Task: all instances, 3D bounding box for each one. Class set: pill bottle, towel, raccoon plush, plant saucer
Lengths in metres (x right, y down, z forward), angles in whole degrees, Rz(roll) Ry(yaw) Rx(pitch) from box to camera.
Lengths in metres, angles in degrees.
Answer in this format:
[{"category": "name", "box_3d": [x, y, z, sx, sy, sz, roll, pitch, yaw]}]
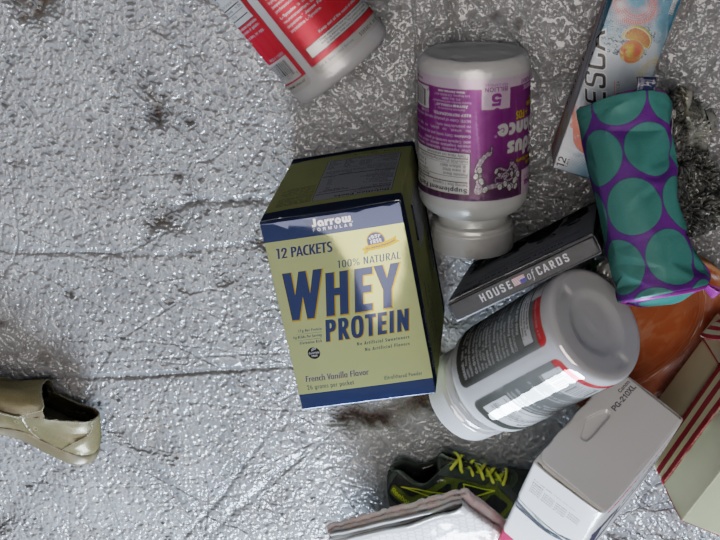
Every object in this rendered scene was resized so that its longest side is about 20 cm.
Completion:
[{"category": "pill bottle", "box_3d": [0.160, 0.087, 1.209, 0.114, 0.114, 0.200, 42, 139, -10]}, {"category": "towel", "box_3d": [0.090, 0.320, 1.404, 0.200, 0.032, 0.191, -22, 129, 32]}, {"category": "pill bottle", "box_3d": [0.112, -0.118, 1.244, 0.112, 0.112, 0.201, 0, 112, 6]}, {"category": "raccoon plush", "box_3d": [0.284, -0.089, 1.210, 0.097, 0.200, 0.134, -10, 113, 49]}, {"category": "pill bottle", "box_3d": [-0.077, -0.270, 1.207, 0.112, 0.112, 0.200, -36, 103, 17]}, {"category": "plant saucer", "box_3d": [0.291, 0.065, 1.295, 0.200, 0.032, 0.201, -14, 129, -18]}]

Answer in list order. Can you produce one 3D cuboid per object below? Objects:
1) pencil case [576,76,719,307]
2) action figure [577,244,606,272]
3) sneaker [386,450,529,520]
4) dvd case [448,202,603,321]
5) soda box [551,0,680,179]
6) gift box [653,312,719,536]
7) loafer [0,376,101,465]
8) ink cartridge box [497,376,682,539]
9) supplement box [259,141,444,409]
[{"category": "pencil case", "box_3d": [0.258, -0.067, 1.142, 0.092, 0.085, 0.201, -8, 80, -5]}, {"category": "action figure", "box_3d": [0.242, 0.064, 1.322, 0.118, 0.055, 0.200, -16, 126, -21]}, {"category": "sneaker", "box_3d": [0.121, 0.242, 1.402, 0.199, 0.075, 0.085, -11, 109, 10]}, {"category": "dvd case", "box_3d": [0.167, -0.012, 1.233, 0.150, 0.200, 0.025, -27, 95, 16]}, {"category": "soda box", "box_3d": [0.246, -0.189, 1.224, 0.063, 0.068, 0.200, 16, 113, 0]}, {"category": "gift box", "box_3d": [0.403, 0.161, 1.266, 0.200, 0.185, 0.187, 22, 114, -23]}, {"category": "loafer", "box_3d": [-0.381, 0.151, 1.426, 0.200, 0.076, 0.068, 24, 111, -14]}, {"category": "ink cartridge box", "box_3d": [0.227, 0.215, 1.271, 0.084, 0.145, 0.200, 37, 148, 18]}, {"category": "supplement box", "box_3d": [0.000, 0.000, 1.255, 0.134, 0.200, 0.201, -8, 110, 10]}]
